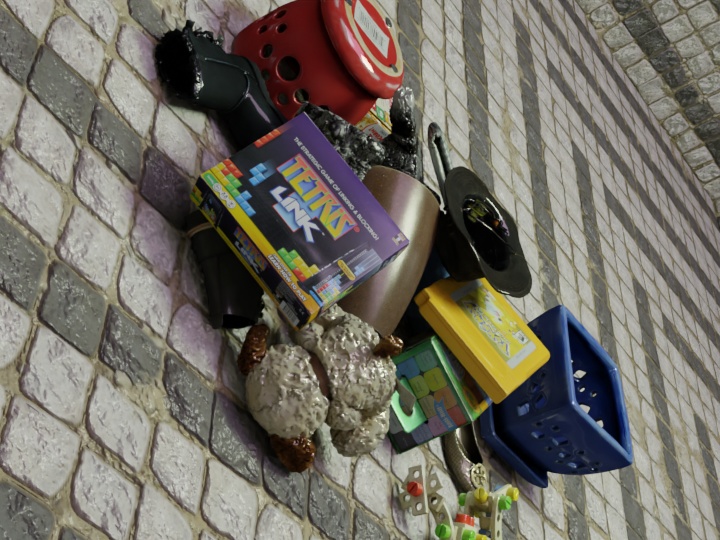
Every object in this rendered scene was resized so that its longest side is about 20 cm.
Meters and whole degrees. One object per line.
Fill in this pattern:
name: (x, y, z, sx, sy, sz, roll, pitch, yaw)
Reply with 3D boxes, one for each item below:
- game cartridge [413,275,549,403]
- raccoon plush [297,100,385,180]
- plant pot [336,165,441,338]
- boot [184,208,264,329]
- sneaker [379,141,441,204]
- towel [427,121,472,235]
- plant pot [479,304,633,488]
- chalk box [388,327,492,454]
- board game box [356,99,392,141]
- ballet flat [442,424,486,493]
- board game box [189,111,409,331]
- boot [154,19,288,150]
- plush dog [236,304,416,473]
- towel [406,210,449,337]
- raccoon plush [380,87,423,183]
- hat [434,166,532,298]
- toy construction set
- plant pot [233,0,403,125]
game cartridge: (0.167, 0.080, 1.657, 0.177, 0.032, 0.200, 50, 24, 8)
raccoon plush: (-0.047, -0.123, 1.537, 0.096, 0.135, 0.200, 30, 4, -22)
plant pot: (0.000, 0.000, 1.573, 0.187, 0.185, 0.202, 42, 46, -37)
boot: (-0.120, 0.009, 1.446, 0.199, 0.077, 0.140, 5, 66, -46)
sneaker: (0.082, -0.120, 1.912, 0.202, 0.079, 0.071, 62, 26, -4)
towel: (0.131, -0.115, 1.810, 0.193, 0.034, 0.202, -85, 157, -78)
plant pot: (0.293, 0.208, 1.900, 0.200, 0.179, 0.202, 43, 32, -35)
chalk box: (0.092, 0.154, 1.638, 0.126, 0.123, 0.200, 63, 26, -1)
board game box: (-0.007, -0.290, 1.939, 0.200, 0.046, 0.153, 39, 35, -42)
ballet flat: (0.147, 0.228, 1.761, 0.067, 0.046, 0.202, 23, 47, -52)
board game box: (-0.067, -0.058, 1.384, 0.165, 0.057, 0.201, -36, 83, -31)
boot: (-0.169, -0.212, 1.539, 0.162, 0.073, 0.200, 14, 48, -60)
plush dog: (-0.050, 0.128, 1.384, 0.170, 0.160, 0.202, -22, 86, -28)
towel: (0.097, 0.020, 1.775, 0.112, 0.048, 0.202, -43, 131, -45)
raccoon plush: (0.016, -0.159, 1.699, 0.097, 0.132, 0.203, -67, 155, -67)
hat: (0.149, -0.037, 1.666, 0.200, 0.080, 0.202, 41, 32, -32)
toy construction set: (0.133, 0.326, 1.596, 0.199, 0.091, 0.133, 26, 69, -41)
plant pot: (-0.051, -0.288, 1.707, 0.200, 0.181, 0.202, 40, 37, -39)
